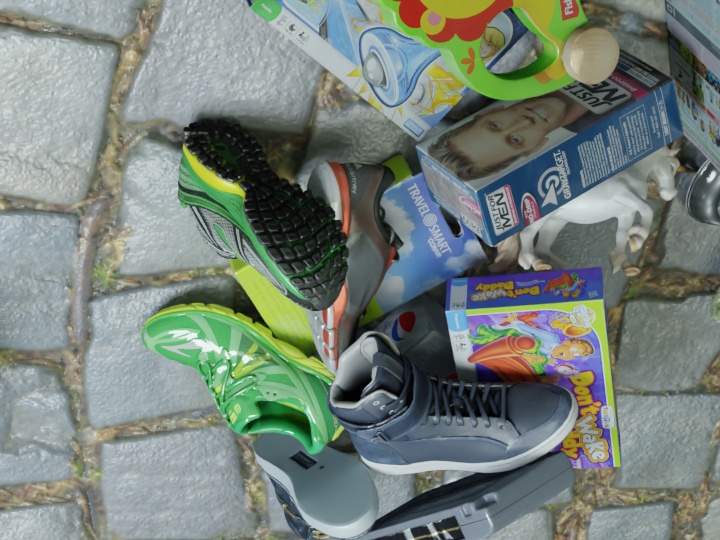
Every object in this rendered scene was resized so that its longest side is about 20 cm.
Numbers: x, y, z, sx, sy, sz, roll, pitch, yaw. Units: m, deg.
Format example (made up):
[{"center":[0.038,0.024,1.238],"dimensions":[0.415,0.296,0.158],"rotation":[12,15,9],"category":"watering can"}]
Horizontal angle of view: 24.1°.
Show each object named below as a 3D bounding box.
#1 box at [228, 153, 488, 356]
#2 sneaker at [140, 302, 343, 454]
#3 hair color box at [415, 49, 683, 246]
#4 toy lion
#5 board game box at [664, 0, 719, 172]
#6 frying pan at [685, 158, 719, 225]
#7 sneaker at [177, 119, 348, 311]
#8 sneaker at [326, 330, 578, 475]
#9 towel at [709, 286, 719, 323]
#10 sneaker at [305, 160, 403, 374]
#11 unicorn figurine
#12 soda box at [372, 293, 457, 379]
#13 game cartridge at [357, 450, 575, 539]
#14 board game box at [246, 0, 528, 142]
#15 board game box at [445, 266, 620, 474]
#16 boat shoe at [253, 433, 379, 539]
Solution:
[{"center":[-0.002,-0.014,1.481],"dimensions":[0.200,0.048,0.122],"rotation":[-28,126,3],"category":"box"},{"center":[-0.102,0.094,1.470],"dimensions":[0.200,0.084,0.074],"rotation":[26,144,1],"category":"sneaker"},{"center":[0.158,-0.108,1.405],"dimensions":[0.200,0.100,0.061],"rotation":[-30,127,-15],"category":"hair color box"},{"center":[0.097,-0.227,1.325],"dimensions":[0.191,0.069,0.201],"rotation":[-18,113,-16],"category":"toy lion"},{"center":[0.314,-0.178,1.405],"dimensions":[0.064,0.148,0.200],"rotation":[-17,126,-8],"category":"board game box"},{"center":[0.381,-0.098,1.545],"dimensions":[0.190,0.031,0.115],"rotation":[-24,143,-14],"category":"frying pan"},{"center":[-0.080,-0.035,1.367],"dimensions":[0.078,0.200,0.085],"rotation":[-17,140,-33],"category":"sneaker"},{"center":[0.071,0.108,1.416],"dimensions":[0.202,0.077,0.146],"rotation":[-12,140,17],"category":"sneaker"},{"center":[0.425,-0.022,1.590],"dimensions":[0.148,0.037,0.200],"rotation":[8,124,-35],"category":"towel"},{"center":[0.000,0.000,1.420],"dimensions":[0.082,0.077,0.200],"rotation":[-8,124,-18],"category":"sneaker"},{"center":[0.212,-0.056,1.481],"dimensions":[0.199,0.138,0.074],"rotation":[0,145,0],"category":"unicorn figurine"},{"center":[0.105,0.102,1.577],"dimensions":[0.063,0.068,0.200],"rotation":[-43,123,17],"category":"soda box"},{"center":[0.090,0.208,1.473],"dimensions":[0.133,0.200,0.041],"rotation":[-28,92,-41],"category":"game cartridge"},{"center":[0.023,-0.211,1.366],"dimensions":[0.200,0.034,0.135],"rotation":[35,108,-32],"category":"board game box"},{"center":[0.155,0.091,1.487],"dimensions":[0.134,0.045,0.200],"rotation":[-5,129,10],"category":"board game box"},{"center":[-0.027,0.213,1.529],"dimensions":[0.071,0.200,0.091],"rotation":[-30,116,-14],"category":"boat shoe"}]
